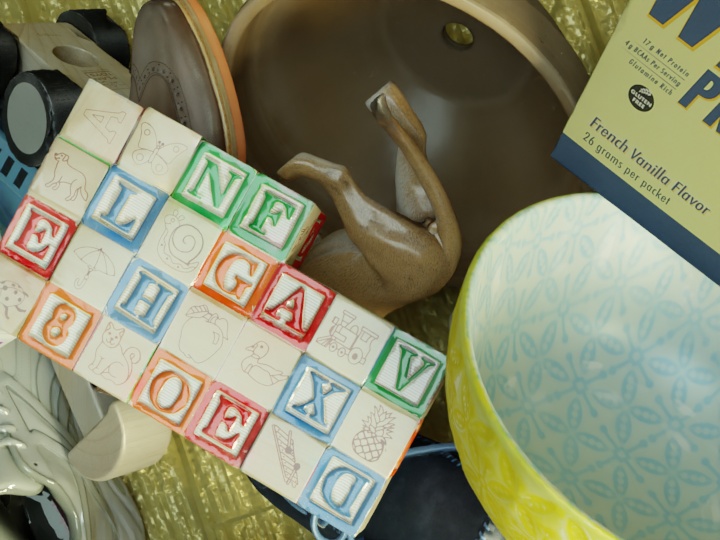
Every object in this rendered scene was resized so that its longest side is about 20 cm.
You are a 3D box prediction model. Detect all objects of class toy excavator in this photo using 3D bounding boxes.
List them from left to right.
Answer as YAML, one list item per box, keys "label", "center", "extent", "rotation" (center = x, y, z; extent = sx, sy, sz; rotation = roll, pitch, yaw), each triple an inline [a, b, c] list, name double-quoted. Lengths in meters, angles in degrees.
- label: "toy excavator"
  center: [-0.153, -0.016, 0.807]
  extent: [0.194, 0.099, 0.202]
  rotation: [38, 123, 31]

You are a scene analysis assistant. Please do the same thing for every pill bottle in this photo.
- label: "pill bottle"
  center: [0.152, 0.046, 0.750]
  extent: [0.198, 0.111, 0.113]
  rotation: [-16, 89, 11]

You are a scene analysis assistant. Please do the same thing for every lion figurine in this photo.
- label: "lion figurine"
  center: [0.000, 0.000, 0.739]
  extent: [0.072, 0.200, 0.123]
  rotation: [-38, 90, -31]

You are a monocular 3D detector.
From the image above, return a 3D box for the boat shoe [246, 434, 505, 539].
- label: "boat shoe"
  center: [-0.007, 0.106, 0.730]
  extent: [0.199, 0.069, 0.085]
  rotation: [4, 59, 49]

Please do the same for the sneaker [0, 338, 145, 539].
- label: "sneaker"
  center: [-0.191, 0.093, 0.818]
  extent: [0.078, 0.099, 0.201]
  rotation: [-35, 86, 9]

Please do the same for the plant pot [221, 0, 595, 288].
- label: "plant pot"
  center: [0.036, -0.093, 0.755]
  extent: [0.199, 0.202, 0.093]
  rotation: [24, 52, 9]

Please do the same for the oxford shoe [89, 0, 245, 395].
- label: "oxford shoe"
  center: [-0.102, -0.036, 0.727]
  extent: [0.072, 0.071, 0.203]
  rotation: [-3, 93, -33]

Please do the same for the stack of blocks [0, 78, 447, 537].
- label: "stack of blocks"
  center: [-0.057, 0.016, 0.665]
  extent: [0.199, 0.059, 0.116]
  rotation: [30, 89, 7]

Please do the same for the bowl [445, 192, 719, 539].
- label: "bowl"
  center: [0.116, 0.075, 0.630]
  extent: [0.199, 0.200, 0.108]
  rotation: [33, 134, 7]

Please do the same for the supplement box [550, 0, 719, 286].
- label: "supplement box"
  center: [0.213, -0.120, 0.622]
  extent: [0.134, 0.200, 0.201]
  rotation: [38, 142, 14]

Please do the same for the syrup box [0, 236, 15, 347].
- label: "syrup box"
  center: [-0.273, 0.029, 0.794]
  extent: [0.199, 0.081, 0.080]
  rotation: [-26, 72, 36]
